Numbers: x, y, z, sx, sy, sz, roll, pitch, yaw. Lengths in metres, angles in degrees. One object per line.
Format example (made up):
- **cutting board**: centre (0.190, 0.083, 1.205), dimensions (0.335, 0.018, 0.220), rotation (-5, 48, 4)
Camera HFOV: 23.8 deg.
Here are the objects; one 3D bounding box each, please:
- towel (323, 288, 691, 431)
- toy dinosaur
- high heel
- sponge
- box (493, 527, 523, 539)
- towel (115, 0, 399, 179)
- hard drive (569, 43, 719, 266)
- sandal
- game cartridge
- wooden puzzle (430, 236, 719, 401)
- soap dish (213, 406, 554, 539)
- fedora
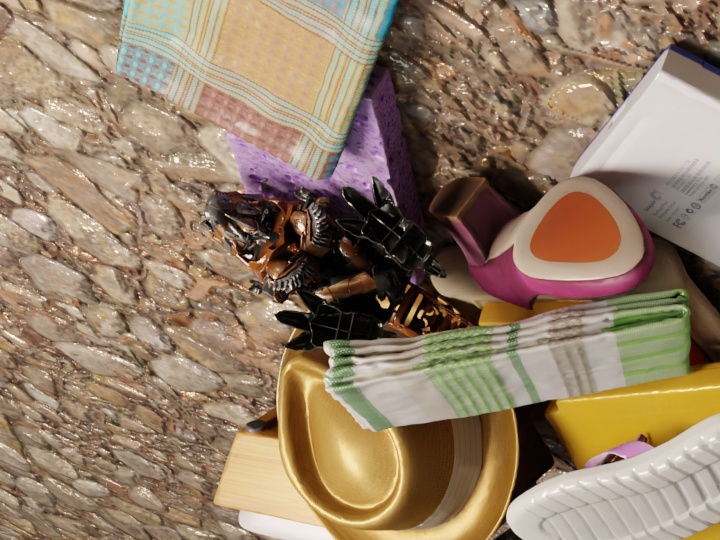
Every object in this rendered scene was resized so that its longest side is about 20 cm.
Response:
- **towel**: centre (0.086, 0.050, 0.962), dimensions (0.199, 0.031, 0.149), rotation (-11, 164, 7)
- **toy dinosaur**: centre (0.000, 0.000, 1.024), dimensions (0.199, 0.103, 0.136), rotation (6, 178, -3)
- **high heel**: centre (0.118, -0.002, 0.939), dimensions (0.096, 0.067, 0.200), rotation (45, 174, -26)
- **sponge**: centre (-0.023, -0.063, 1.037), dimensions (0.111, 0.030, 0.200), rotation (15, 151, 19)
- **box**: centre (0.153, 0.202, 1.237), dimensions (0.036, 0.143, 0.200), rotation (48, 161, 25)
- **towel**: centre (-0.057, -0.138, 0.902), dimensions (0.146, 0.022, 0.200), rotation (28, 144, 4)
- **hard drive**: centre (0.221, -0.033, 0.891), dimensions (0.199, 0.025, 0.132), rotation (27, 153, -3)
- **sandal**: centre (0.179, 0.124, 1.029), dimensions (0.202, 0.050, 0.082), rotation (-25, 125, 36)
- **game cartridge**: centre (0.227, 0.142, 1.066), dimensions (0.176, 0.032, 0.200), rotation (-10, 120, 45)
- **wooden puzzle**: centre (0.160, 0.054, 1.084), dimensions (0.184, 0.037, 0.200), rotation (-1, 142, 41)
- **soap dish**: centre (0.016, 0.137, 1.229), dimensions (0.199, 0.157, 0.082), rotation (6, 110, 33)
- **fedora**: centre (0.004, 0.104, 1.098), dimensions (0.200, 0.202, 0.082), rotation (4, -176, 36)
